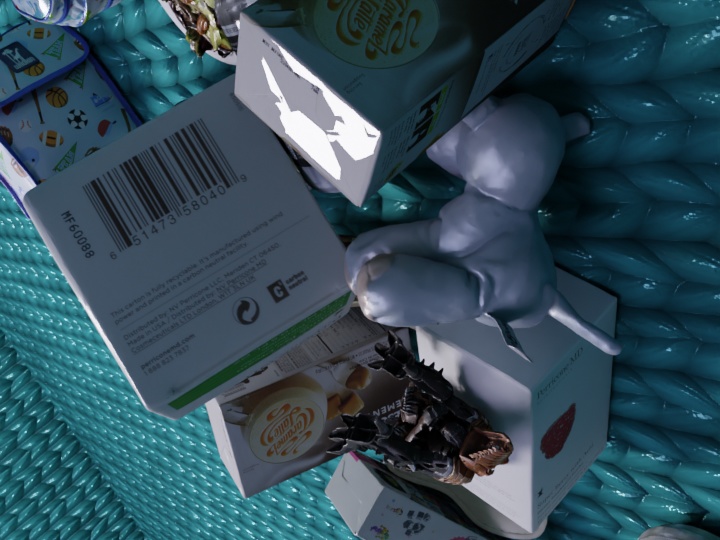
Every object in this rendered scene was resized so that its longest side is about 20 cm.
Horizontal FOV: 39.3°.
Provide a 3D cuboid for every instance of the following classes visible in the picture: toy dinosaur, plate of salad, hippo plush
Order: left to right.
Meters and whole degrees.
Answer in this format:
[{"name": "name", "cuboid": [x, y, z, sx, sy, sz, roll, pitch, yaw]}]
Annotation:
[{"name": "plate of salad", "cuboid": [-0.159, -0.274, 0.921, 0.199, 0.048, 0.201, 36, 149, 25]}, {"name": "toy dinosaur", "cuboid": [0.062, 0.122, 0.794, 0.135, 0.103, 0.200, 34, 143, -17]}, {"name": "hippo plush", "cuboid": [0.075, -0.046, 0.711, 0.200, 0.157, 0.163, -142, 54, -63]}]

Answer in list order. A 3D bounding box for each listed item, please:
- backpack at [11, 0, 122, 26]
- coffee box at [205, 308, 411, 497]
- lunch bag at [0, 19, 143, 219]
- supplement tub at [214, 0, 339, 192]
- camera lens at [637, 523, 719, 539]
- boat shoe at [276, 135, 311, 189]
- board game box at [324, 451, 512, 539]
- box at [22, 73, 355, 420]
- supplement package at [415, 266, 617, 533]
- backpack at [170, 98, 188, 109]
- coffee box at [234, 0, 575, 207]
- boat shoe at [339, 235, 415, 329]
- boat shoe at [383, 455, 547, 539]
[{"name": "backpack", "cuboid": [-0.294, -0.338, 0.966, 0.162, 0.154, 0.201, 25, 155, 33]}, {"name": "coffee box", "cuboid": [-0.048, 0.122, 1.000, 0.080, 0.198, 0.116, 42, 147, 54]}, {"name": "lunch bag", "cuboid": [-0.389, -0.196, 1.229, 0.201, 0.170, 0.123, 55, 149, -9]}, {"name": "supplement tub", "cuboid": [-0.031, -0.173, 0.774, 0.122, 0.122, 0.201, 4, 129, 54]}, {"name": "camera lens", "cuboid": [0.266, 0.334, 0.867, 0.159, 0.200, 0.161, 36, 150, 25]}, {"name": "boat shoe", "cuboid": [-0.074, -0.125, 0.961, 0.072, 0.062, 0.201, 43, 153, 14]}, {"name": "board game box", "cuboid": [0.072, 0.281, 1.111, 0.199, 0.065, 0.147, 31, 179, -17]}, {"name": "box", "cuboid": [-0.132, -0.010, 0.844, 0.201, 0.198, 0.171, 58, 171, 6]}, {"name": "supplement package", "cuboid": [0.135, 0.101, 0.863, 0.119, 0.121, 0.201, 30, 147, 34]}, {"name": "backpack", "cuboid": [-0.189, -0.056, 1.052, 0.153, 0.199, 0.177, 32, 149, 46]}, {"name": "coffee box", "cuboid": [0.033, -0.149, 0.621, 0.114, 0.200, 0.080, 43, 153, 14]}, {"name": "boat shoe", "cuboid": [0.003, -0.005, 0.959, 0.201, 0.075, 0.075, 14, 156, 33]}, {"name": "boat shoe", "cuboid": [0.121, 0.230, 1.111, 0.198, 0.073, 0.059, 22, -176, 26]}]
